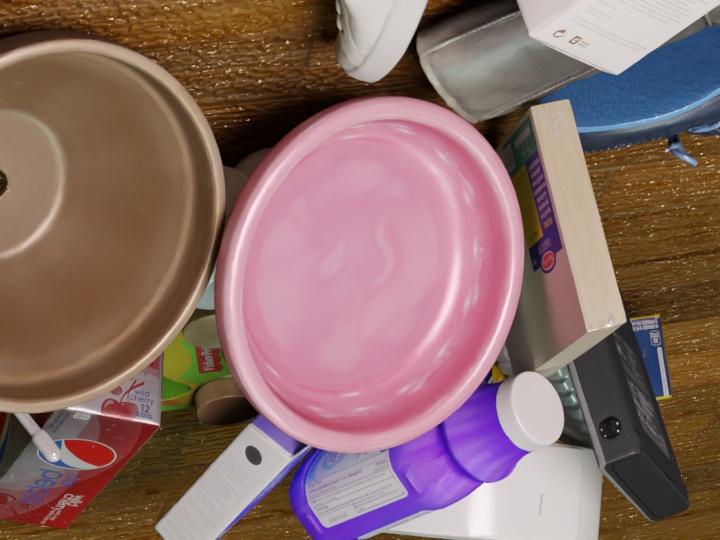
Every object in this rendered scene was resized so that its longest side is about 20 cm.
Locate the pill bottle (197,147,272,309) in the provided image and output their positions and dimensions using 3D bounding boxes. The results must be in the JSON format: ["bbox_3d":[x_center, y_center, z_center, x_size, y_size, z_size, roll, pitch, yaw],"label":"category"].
[{"bbox_3d":[-0.021,-0.015,1.305,0.199,0.112,0.111,4,147,-36],"label":"pill bottle"}]

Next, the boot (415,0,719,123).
[{"bbox_3d":[0.152,-0.134,1.228,0.199,0.073,0.181,-32,148,21],"label":"boot"}]

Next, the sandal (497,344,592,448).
[{"bbox_3d":[0.122,0.038,1.507,0.050,0.082,0.204,-47,131,-28],"label":"sandal"}]

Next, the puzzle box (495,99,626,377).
[{"bbox_3d":[0.108,-0.012,1.305,0.025,0.134,0.200,-11,171,-10],"label":"puzzle box"}]

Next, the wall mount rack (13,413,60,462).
[{"bbox_3d":[-0.254,0.038,1.265,0.172,0.075,0.200,11,152,3],"label":"wall mount rack"}]

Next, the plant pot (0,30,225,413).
[{"bbox_3d":[-0.178,-0.035,1.153,0.199,0.093,0.203,-14,117,-29],"label":"plant pot"}]

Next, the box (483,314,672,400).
[{"bbox_3d":[0.124,0.077,1.598,0.198,0.065,0.070,-7,175,-21],"label":"box"}]

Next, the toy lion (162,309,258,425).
[{"bbox_3d":[-0.163,0.042,1.399,0.190,0.069,0.200,-8,153,-3],"label":"toy lion"}]

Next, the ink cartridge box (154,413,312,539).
[{"bbox_3d":[-0.030,0.090,1.466,0.200,0.043,0.198,-44,178,43],"label":"ink cartridge box"}]

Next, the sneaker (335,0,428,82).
[{"bbox_3d":[0.003,-0.169,1.098,0.084,0.073,0.200,17,150,-6],"label":"sneaker"}]

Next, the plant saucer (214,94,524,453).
[{"bbox_3d":[0.000,0.000,1.224,0.199,0.203,0.051,3,-170,-34],"label":"plant saucer"}]

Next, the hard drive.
[{"bbox_3d":[0.160,0.053,1.442,0.033,0.202,0.140,-22,153,14],"label":"hard drive"}]

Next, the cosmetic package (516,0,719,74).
[{"bbox_3d":[0.163,-0.199,1.070,0.199,0.108,0.085,-32,150,30],"label":"cosmetic package"}]

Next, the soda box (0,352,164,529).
[{"bbox_3d":[-0.187,0.100,1.384,0.069,0.064,0.200,12,151,-21],"label":"soda box"}]

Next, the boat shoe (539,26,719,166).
[{"bbox_3d":[0.206,-0.103,1.300,0.198,0.085,0.069,-14,142,0],"label":"boat shoe"}]

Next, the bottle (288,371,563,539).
[{"bbox_3d":[0.042,0.117,1.386,0.199,0.066,0.084,-27,-169,43],"label":"bottle"}]

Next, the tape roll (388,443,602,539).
[{"bbox_3d":[0.073,0.156,1.552,0.200,0.072,0.202,6,172,1],"label":"tape roll"}]
